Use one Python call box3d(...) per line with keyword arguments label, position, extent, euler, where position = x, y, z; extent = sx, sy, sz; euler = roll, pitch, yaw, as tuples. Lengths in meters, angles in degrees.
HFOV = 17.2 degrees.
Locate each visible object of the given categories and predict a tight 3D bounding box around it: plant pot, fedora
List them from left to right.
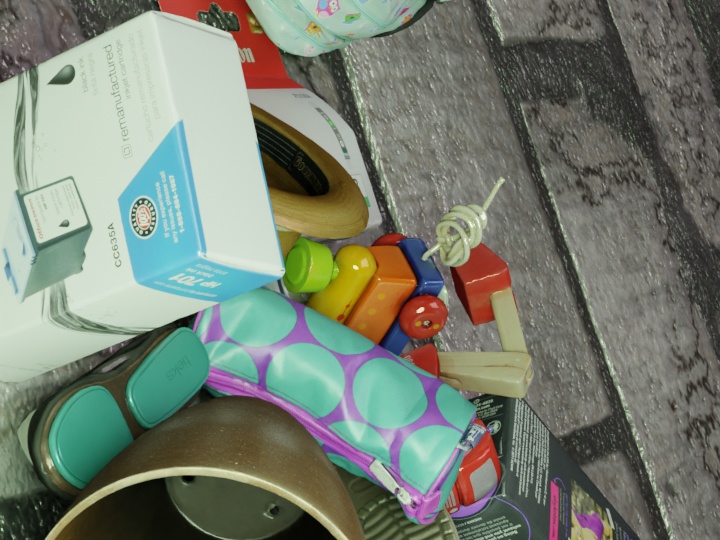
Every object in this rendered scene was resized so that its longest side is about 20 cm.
box3d(label="fedora", position=(-0.093, -0.054, 1.544), extent=(0.200, 0.082, 0.201), euler=(25, 19, -9))
box3d(label="plant pot", position=(-0.075, 0.150, 1.302), extent=(0.187, 0.187, 0.200), euler=(61, 13, -17))

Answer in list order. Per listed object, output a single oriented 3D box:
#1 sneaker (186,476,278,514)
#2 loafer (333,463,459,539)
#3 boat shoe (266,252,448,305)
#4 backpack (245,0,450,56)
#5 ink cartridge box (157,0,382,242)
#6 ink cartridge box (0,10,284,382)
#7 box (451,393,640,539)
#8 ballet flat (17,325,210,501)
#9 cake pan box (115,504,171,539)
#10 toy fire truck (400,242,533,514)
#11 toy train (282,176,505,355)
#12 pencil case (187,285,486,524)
box3d(label="sneaker", position=(-0.052, 0.201, 1.496), extent=(0.111, 0.077, 0.200), euler=(3, 65, -68))
box3d(label="loafer", position=(0.019, 0.175, 1.595), extent=(0.200, 0.076, 0.068), euler=(-121, -171, -46))
box3d(label="boat shoe", position=(-0.005, 0.013, 1.734), extent=(0.200, 0.062, 0.072), euler=(3, 69, -60))
box3d(label="backpack", position=(-0.021, -0.235, 1.792), extent=(0.167, 0.127, 0.200), euler=(49, 14, 0))
box3d(label="ink cartridge box", position=(-0.064, -0.116, 1.734), extent=(0.161, 0.050, 0.201), euler=(-9, 82, -63))
box3d(label="ink cartridge box", position=(-0.155, -0.037, 1.335), extent=(0.086, 0.200, 0.147), euler=(13, 60, -57))
box3d(label="box", position=(0.108, 0.198, 1.753), extent=(0.200, 0.122, 0.106), euler=(51, 32, -34))
box3d(label="ballet flat", position=(-0.154, 0.091, 1.394), extent=(0.068, 0.068, 0.200), euler=(66, 27, -7))
box3d(label="cake pan box", position=(-0.120, 0.252, 1.369), extent=(0.184, 0.052, 0.200), euler=(55, 30, -30))
box3d(label="toy fire truck", position=(0.070, 0.076, 1.691), extent=(0.049, 0.141, 0.200), euler=(75, -12, -45))
box3d(label="toy train", position=(0.000, 0.000, 1.598), extent=(0.115, 0.200, 0.085), euler=(13, 32, -33))
box3d(label="pencil case", position=(-0.022, 0.081, 1.530), extent=(0.200, 0.085, 0.092), euler=(29, 40, 3))
